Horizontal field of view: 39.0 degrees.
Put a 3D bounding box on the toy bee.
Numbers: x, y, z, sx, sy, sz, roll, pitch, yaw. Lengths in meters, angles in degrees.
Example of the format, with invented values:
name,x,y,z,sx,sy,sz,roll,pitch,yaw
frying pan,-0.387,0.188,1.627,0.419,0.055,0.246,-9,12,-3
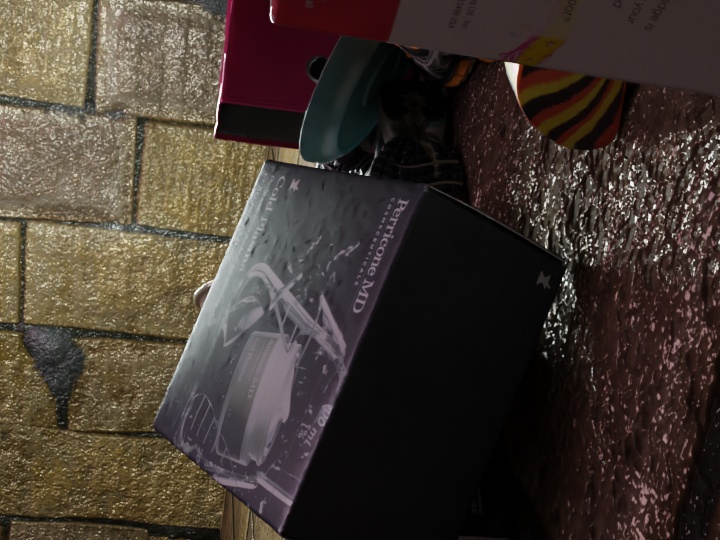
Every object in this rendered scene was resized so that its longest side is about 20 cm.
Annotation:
name,x,y,z,sx,sy,sz,roll,pitch,yaw
toy bee,0.097,-0.158,0.491,0.131,0.108,0.201,-110,27,-71

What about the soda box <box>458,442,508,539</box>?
name,x,y,z,sx,sy,sz,roll,pitch,yaw
soda box,0.053,0.100,0.700,0.063,0.070,0.201,109,164,-53

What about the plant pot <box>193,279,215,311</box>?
name,x,y,z,sx,sy,sz,roll,pitch,yaw
plant pot,-0.099,0.109,1.267,0.201,0.199,0.185,123,140,-68

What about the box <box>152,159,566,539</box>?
name,x,y,z,sx,sy,sz,roll,pitch,yaw
box,-0.009,0.050,0.629,0.196,0.124,0.201,17,83,56

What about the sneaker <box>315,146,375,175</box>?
name,x,y,z,sx,sy,sz,roll,pitch,yaw
sneaker,-0.008,-0.099,1.049,0.104,0.060,0.200,54,161,11

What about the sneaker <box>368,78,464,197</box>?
name,x,y,z,sx,sy,sz,roll,pitch,yaw
sneaker,0.045,-0.075,0.865,0.201,0.077,0.087,-82,-1,-47

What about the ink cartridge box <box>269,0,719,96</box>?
name,x,y,z,sx,sy,sz,roll,pitch,yaw
ink cartridge box,0.076,-0.146,0.344,0.148,0.199,0.086,112,161,-56

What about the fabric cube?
name,x,y,z,sx,sy,sz,roll,pitch,yaw
fabric cube,-0.049,-0.244,1.092,0.200,0.195,0.201,163,114,-80

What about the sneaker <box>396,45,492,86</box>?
name,x,y,z,sx,sy,sz,roll,pitch,yaw
sneaker,0.059,-0.194,0.800,0.200,0.077,0.079,-171,84,-81

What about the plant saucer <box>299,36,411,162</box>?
name,x,y,z,sx,sy,sz,roll,pitch,yaw
plant saucer,0.011,-0.177,0.895,0.201,0.027,0.200,-56,-9,-13
